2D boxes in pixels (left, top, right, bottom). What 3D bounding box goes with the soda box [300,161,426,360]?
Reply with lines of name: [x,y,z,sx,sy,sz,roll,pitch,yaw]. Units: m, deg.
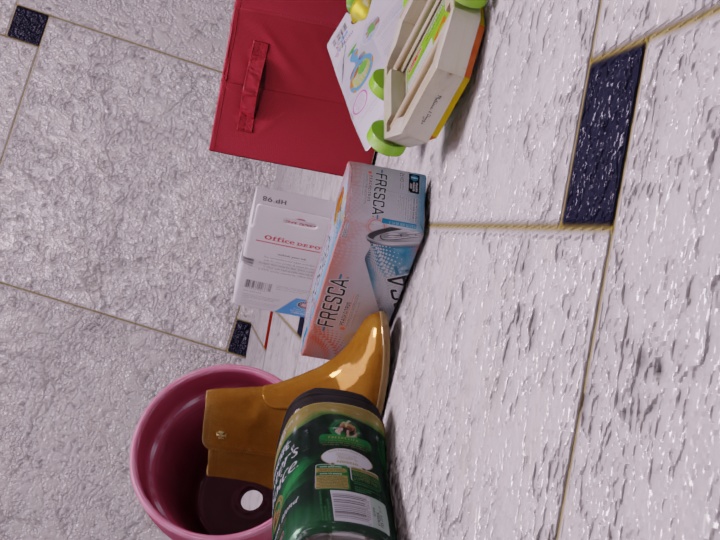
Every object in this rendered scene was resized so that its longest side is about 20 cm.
soda box: [0.000,0.000,1.102,0.200,0.068,0.064,109,168,-52]

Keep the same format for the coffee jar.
coffee jar: [-0.022,0.174,0.973,0.200,0.085,0.105,-95,17,-65]

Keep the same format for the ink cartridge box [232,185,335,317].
ink cartridge box: [-0.083,-0.031,1.595,0.200,0.115,0.067,110,169,-51]

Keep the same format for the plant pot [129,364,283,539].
plant pot: [-0.136,0.227,1.435,0.179,0.199,0.201,81,-167,-62]

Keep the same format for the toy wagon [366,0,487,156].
toy wagon: [0.052,-0.188,1.006,0.201,0.039,0.155,-88,21,-47]

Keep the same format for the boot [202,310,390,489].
boot: [-0.059,0.111,1.107,0.071,0.143,0.202,-93,15,-56]

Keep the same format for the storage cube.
storage cube: [-0.061,-0.225,1.439,0.200,0.179,0.172,-91,14,-61]

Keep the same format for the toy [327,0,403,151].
toy: [0.030,-0.194,1.161,0.115,0.047,0.200,-54,33,24]
